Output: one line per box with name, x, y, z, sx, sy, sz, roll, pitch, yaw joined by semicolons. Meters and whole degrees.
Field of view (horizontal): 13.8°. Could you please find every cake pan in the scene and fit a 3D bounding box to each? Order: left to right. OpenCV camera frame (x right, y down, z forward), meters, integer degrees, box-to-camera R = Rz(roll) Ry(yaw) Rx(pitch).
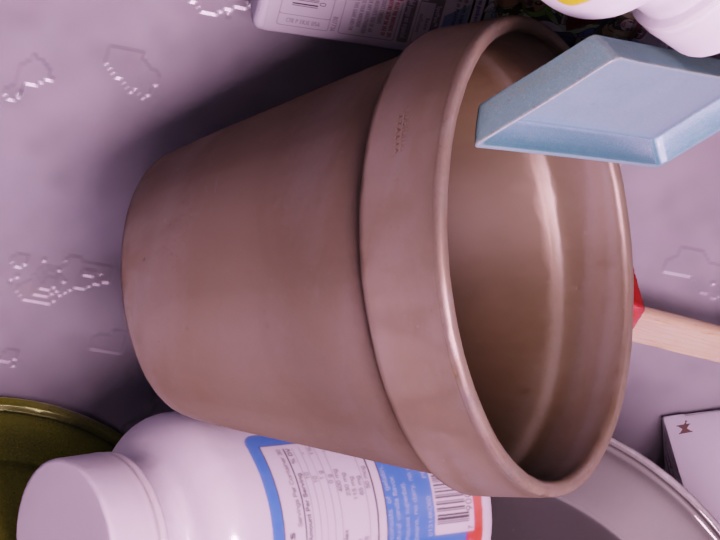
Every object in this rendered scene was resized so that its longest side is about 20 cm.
cake pan;0.105;0.159;1.397;0.200;0.037;0.200;27;139;27

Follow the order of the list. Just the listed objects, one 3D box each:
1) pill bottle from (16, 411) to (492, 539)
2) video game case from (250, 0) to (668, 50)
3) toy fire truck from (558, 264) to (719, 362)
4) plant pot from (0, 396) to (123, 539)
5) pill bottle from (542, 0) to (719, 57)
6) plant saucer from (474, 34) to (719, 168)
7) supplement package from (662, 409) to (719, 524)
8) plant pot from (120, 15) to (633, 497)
pill bottle;-0.049;0.115;1.333;0.200;0.112;0.112;-3;132;-36
video game case;0.063;-0.175;1.227;0.182;0.022;0.200;7;125;-13
toy fire truck;0.194;0.004;1.363;0.200;0.049;0.141;27;120;-26
plant pot;-0.173;0.196;1.371;0.200;0.193;0.201;-4;127;-5
pill bottle;0.078;-0.168;1.150;0.200;0.112;0.112;32;117;-28
plant saucer;0.112;-0.070;1.231;0.070;0.019;0.200;-32;167;23
supplement package;0.213;0.171;1.454;0.114;0.110;0.200;-9;128;-1
plant pot;0.000;0.000;1.254;0.173;0.200;0.200;-5;131;25
